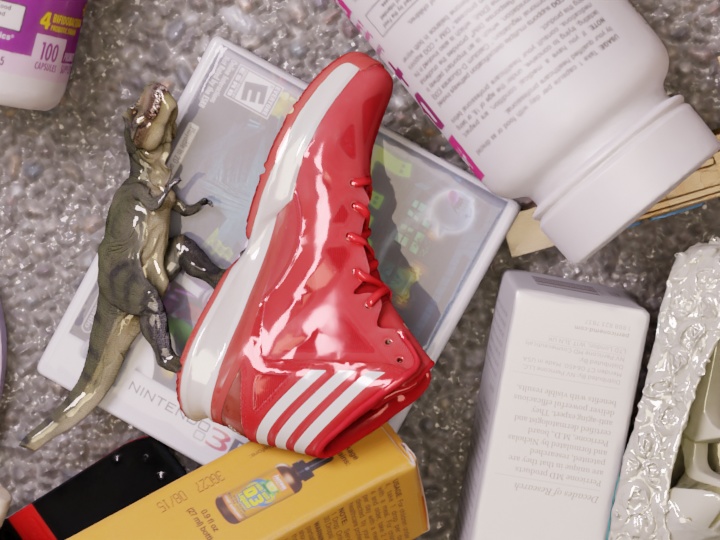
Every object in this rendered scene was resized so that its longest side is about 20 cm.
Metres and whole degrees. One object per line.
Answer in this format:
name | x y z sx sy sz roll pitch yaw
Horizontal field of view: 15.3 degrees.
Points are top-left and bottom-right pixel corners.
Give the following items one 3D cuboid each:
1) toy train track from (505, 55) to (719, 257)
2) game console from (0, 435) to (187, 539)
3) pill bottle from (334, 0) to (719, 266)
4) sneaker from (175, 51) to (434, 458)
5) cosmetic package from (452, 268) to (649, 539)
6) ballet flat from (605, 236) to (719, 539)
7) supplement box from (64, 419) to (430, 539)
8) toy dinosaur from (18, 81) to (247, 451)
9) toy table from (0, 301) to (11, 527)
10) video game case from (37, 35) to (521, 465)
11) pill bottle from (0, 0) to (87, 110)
toy train track | 0.171 -0.047 1.382 0.200 0.033 0.115 -17 96 9
game console | -0.127 0.194 1.338 0.177 0.031 0.200 -31 57 -16
pill bottle | 0.079 -0.108 1.321 0.113 0.113 0.200 -39 86 4
sneaker | 0.000 0.000 1.312 0.115 0.078 0.200 22 87 16
cosmetic package | 0.091 0.106 1.362 0.071 0.101 0.200 10 96 -2
ballet flat | 0.166 0.084 1.308 0.072 0.072 0.200 10 93 -1
supplement box | -0.067 0.138 1.309 0.200 0.067 0.069 -29 139 -12
toy dinosaur | -0.103 0.009 1.356 0.088 0.047 0.200 19 96 19
toy table | -0.258 0.076 1.352 0.183 0.117 0.200 11 97 -1
video game case | -0.043 0.009 1.383 0.182 0.023 0.200 29 95 3
pill bottle | -0.178 -0.188 1.327 0.112 0.112 0.200 14 96 -1
